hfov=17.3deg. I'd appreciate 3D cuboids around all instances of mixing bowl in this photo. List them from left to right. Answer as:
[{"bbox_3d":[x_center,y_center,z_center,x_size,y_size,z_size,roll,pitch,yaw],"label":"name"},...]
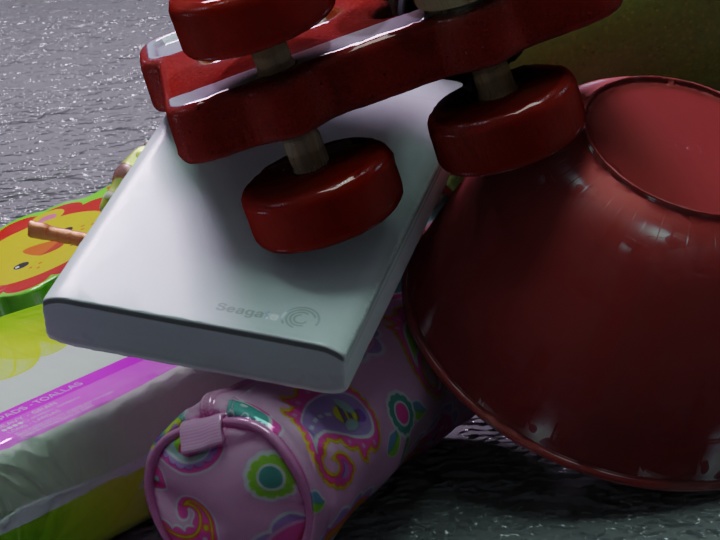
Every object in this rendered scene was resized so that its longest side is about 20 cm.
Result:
[{"bbox_3d":[0.126,-0.013,1.022,0.199,0.109,0.201,10,38,-8],"label":"mixing bowl"}]

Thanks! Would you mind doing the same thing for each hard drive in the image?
[{"bbox_3d":[-0.038,-0.028,1.026,0.131,0.026,0.200,10,38,14],"label":"hard drive"}]

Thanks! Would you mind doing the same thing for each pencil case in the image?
[{"bbox_3d":[-0.013,0.062,1.018,0.087,0.088,0.200,1,20,27],"label":"pencil case"}]

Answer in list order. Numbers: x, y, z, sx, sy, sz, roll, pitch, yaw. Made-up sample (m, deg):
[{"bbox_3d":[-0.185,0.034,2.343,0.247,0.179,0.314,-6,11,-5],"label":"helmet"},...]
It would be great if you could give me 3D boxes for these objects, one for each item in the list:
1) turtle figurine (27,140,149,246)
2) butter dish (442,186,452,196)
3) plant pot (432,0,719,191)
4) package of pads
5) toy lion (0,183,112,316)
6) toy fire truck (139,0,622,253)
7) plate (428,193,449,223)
[{"bbox_3d":[-0.062,-0.063,1.161,0.199,0.065,0.161,-16,9,7],"label":"turtle figurine"},{"bbox_3d":[0.086,-0.110,1.433,0.199,0.201,0.148,8,-24,-22],"label":"butter dish"},{"bbox_3d":[0.104,-0.132,1.160,0.183,0.201,0.200,-22,18,-6],"label":"plant pot"},{"bbox_3d":[-0.155,0.075,1.067,0.154,0.069,0.199,9,22,41],"label":"package of pads"},{"bbox_3d":[-0.148,-0.015,1.359,0.191,0.069,0.200,-3,26,40],"label":"toy lion"},{"bbox_3d":[0.004,-0.103,1.002,0.199,0.113,0.168,-21,22,-1],"label":"toy fire truck"},{"bbox_3d":[-0.012,-0.031,1.438,0.199,0.026,0.200,-7,16,2],"label":"plate"}]
